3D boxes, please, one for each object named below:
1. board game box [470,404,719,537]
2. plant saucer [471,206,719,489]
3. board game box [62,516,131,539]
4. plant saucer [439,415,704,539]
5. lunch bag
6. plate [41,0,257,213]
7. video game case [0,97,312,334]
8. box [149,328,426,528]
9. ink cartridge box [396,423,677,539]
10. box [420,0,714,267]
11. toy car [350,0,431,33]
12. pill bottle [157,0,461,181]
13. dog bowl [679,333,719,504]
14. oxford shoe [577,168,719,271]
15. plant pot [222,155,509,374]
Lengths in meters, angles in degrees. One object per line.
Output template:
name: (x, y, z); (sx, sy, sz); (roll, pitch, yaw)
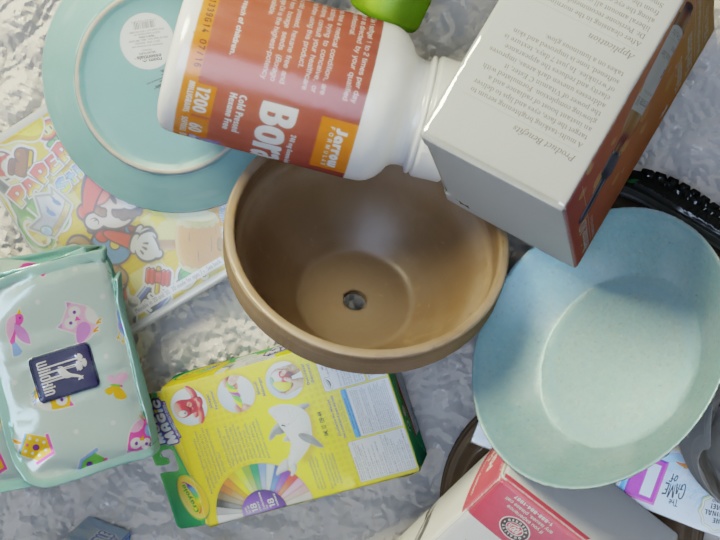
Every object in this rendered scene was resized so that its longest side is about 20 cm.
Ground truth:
board game box: (0.195, 0.095, 1.366); (0.200, 0.034, 0.135); (20, 90, 4)
plant saucer: (0.168, 0.056, 1.282); (0.201, 0.039, 0.201); (-19, 58, 32)
board game box: (-0.244, 0.310, 1.433); (0.043, 0.200, 0.199); (17, 105, 9)
plant saucer: (0.156, 0.181, 1.419); (0.200, 0.029, 0.200); (2, 103, 10)
lunch bag: (-0.255, 0.075, 1.420); (0.200, 0.122, 0.171); (-10, 100, 21)
plate: (-0.139, -0.138, 1.387); (0.200, 0.026, 0.201); (2, 102, 10)
video game case: (-0.164, -0.062, 1.431); (0.200, 0.023, 0.182); (-30, 95, 16)
box: (-0.062, 0.118, 1.438); (0.200, 0.048, 0.118); (-16, 99, 12)
ink cartridge box: (0.106, 0.222, 1.361); (0.146, 0.085, 0.200); (38, 125, -5)
box: (0.141, -0.126, 1.252); (0.106, 0.152, 0.200); (29, 83, 14)
toy car: (0.001, -0.253, 1.266); (0.158, 0.200, 0.164); (26, 105, 4)
pill bottle: (-0.031, -0.126, 1.309); (0.200, 0.112, 0.112); (15, 104, -3)
dog bowl: (0.300, 0.087, 1.307); (0.200, 0.059, 0.200); (-6, 104, -27)
oxford shoe: (0.186, -0.032, 1.349); (0.200, 0.073, 0.085); (24, 108, 18)
plant pot: (0.000, 0.000, 1.354); (0.201, 0.201, 0.093); (20, 145, 6)
